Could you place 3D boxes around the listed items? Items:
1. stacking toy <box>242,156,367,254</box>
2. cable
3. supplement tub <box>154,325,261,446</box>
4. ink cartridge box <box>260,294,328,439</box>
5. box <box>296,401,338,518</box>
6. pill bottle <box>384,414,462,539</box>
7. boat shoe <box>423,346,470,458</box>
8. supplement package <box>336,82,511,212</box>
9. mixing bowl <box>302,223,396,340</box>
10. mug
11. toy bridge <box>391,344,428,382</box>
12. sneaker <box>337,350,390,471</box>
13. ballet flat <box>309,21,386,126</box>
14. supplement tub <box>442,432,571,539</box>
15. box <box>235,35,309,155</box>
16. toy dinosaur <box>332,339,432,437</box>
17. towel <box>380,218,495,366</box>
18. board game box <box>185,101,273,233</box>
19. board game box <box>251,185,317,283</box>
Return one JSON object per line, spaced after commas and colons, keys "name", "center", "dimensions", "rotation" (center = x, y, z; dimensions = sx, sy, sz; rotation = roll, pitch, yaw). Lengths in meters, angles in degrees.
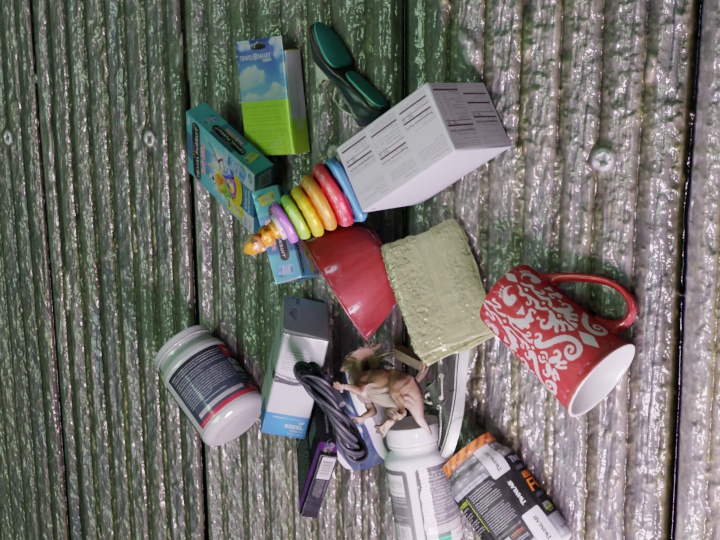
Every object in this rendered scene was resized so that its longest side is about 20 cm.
{"name": "stacking toy", "center": [-0.098, -0.083, 1.639], "dimensions": [0.111, 0.199, 0.116], "rotation": [60, 175, -6]}
{"name": "cable", "center": [-0.049, 0.227, 1.694], "dimensions": [0.050, 0.201, 0.164], "rotation": [-28, 52, -1]}
{"name": "supplement tub", "center": [-0.289, 0.219, 2.013], "dimensions": [0.200, 0.140, 0.141], "rotation": [50, 126, 20]}
{"name": "ink cartridge box", "center": [-0.116, 0.167, 1.848], "dimensions": [0.083, 0.145, 0.202], "rotation": [11, 113, -8]}
{"name": "box", "center": [-0.078, 0.307, 1.840], "dimensions": [0.201, 0.036, 0.144], "rotation": [-101, 25, -55]}
{"name": "pill bottle", "center": [0.101, 0.347, 1.732], "dimensions": [0.112, 0.112, 0.203], "rotation": [-4, 97, 40]}
{"name": "boat shoe", "center": [0.132, 0.192, 1.663], "dimensions": [0.063, 0.071, 0.203], "rotation": [7, 79, 0]}
{"name": "supplement package", "center": [0.096, -0.186, 1.592], "dimensions": [0.199, 0.155, 0.112], "rotation": [-30, 78, 39]}
{"name": "mixing bowl", "center": [0.000, 0.000, 1.714], "dimensions": [0.108, 0.200, 0.201], "rotation": [-33, 75, 2]}
{"name": "mug", "center": [0.293, 0.083, 1.530], "dimensions": [0.200, 0.177, 0.134], "rotation": [43, 160, 29]}
{"name": "toy bridge", "center": [0.083, 0.146, 1.759], "dimensions": [0.067, 0.027, 0.202], "rotation": [24, 114, 33]}
{"name": "sneaker", "center": [-0.023, 0.251, 1.835], "dimensions": [0.145, 0.080, 0.202], "rotation": [-21, 91, 36]}
{"name": "ballet flat", "center": [-0.035, -0.316, 1.734], "dimensions": [0.201, 0.073, 0.073], "rotation": [53, 127, 15]}
{"name": "supplement tub", "center": [0.221, 0.359, 1.627], "dimensions": [0.201, 0.122, 0.123], "rotation": [53, 127, 17]}
{"name": "box", "center": [-0.155, -0.304, 1.848], "dimensions": [0.121, 0.047, 0.203], "rotation": [3, 102, 39]}
{"name": "toy dinosaur", "center": [0.041, 0.182, 1.694], "dimensions": [0.198, 0.136, 0.086], "rotation": [22, 139, 18]}
{"name": "towel", "center": [0.123, 0.033, 1.641], "dimensions": [0.036, 0.147, 0.202], "rotation": [137, 112, -78]}
{"name": "board game box", "center": [-0.238, -0.185, 1.908], "dimensions": [0.200, 0.047, 0.152], "rotation": [42, 147, 26]}
{"name": "board game box", "center": [-0.124, -0.058, 1.780], "dimensions": [0.046, 0.200, 0.153], "rotation": [-15, 89, 5]}
